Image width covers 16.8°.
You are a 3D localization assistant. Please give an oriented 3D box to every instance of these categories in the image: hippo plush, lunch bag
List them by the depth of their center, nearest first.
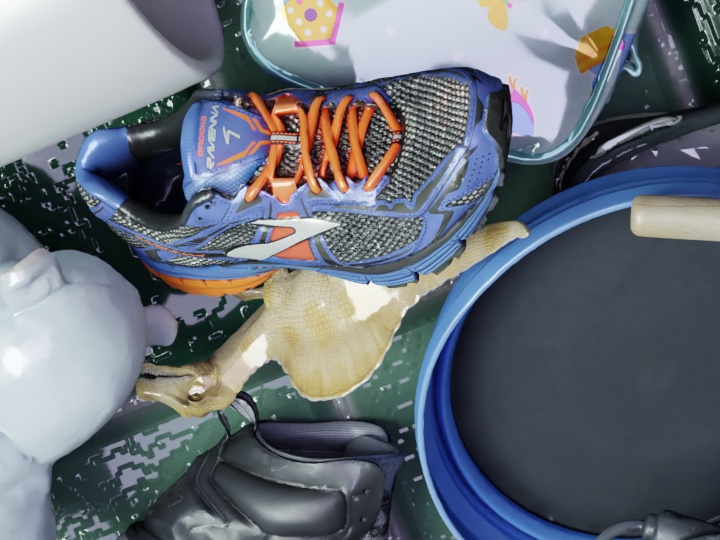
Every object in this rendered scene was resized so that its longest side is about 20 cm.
[{"bbox_3d":[-0.159,0.057,0.913,0.199,0.159,0.162,34,101,32],"label":"hippo plush"},{"bbox_3d":[0.048,-0.145,0.942,0.159,0.077,0.201,18,99,-5],"label":"lunch bag"}]

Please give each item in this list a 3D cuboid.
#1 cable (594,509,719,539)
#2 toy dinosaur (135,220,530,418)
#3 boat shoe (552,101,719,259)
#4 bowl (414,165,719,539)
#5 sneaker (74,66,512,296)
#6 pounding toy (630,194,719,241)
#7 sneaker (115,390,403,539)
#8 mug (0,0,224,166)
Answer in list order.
[{"bbox_3d":[0.161,0.184,0.987,0.162,0.051,0.201,2,122,9],"label":"cable"},{"bbox_3d":[0.000,0.000,0.949,0.199,0.102,0.058,-26,141,33],"label":"toy dinosaur"},{"bbox_3d":[0.176,-0.040,0.969,0.198,0.060,0.076,-13,100,2],"label":"boat shoe"},{"bbox_3d":[0.119,0.048,0.963,0.199,0.039,0.202,-2,122,-3],"label":"bowl"},{"bbox_3d":[-0.028,-0.034,0.893,0.199,0.078,0.076,-14,62,39],"label":"sneaker"},{"bbox_3d":[0.239,-0.030,0.855,0.184,0.142,0.200,46,76,-8],"label":"pounding toy"},{"bbox_3d":[0.003,0.132,0.990,0.199,0.076,0.114,31,101,-3],"label":"sneaker"},{"bbox_3d":[-0.157,-0.115,0.935,0.152,0.187,0.150,-30,133,14],"label":"mug"}]
